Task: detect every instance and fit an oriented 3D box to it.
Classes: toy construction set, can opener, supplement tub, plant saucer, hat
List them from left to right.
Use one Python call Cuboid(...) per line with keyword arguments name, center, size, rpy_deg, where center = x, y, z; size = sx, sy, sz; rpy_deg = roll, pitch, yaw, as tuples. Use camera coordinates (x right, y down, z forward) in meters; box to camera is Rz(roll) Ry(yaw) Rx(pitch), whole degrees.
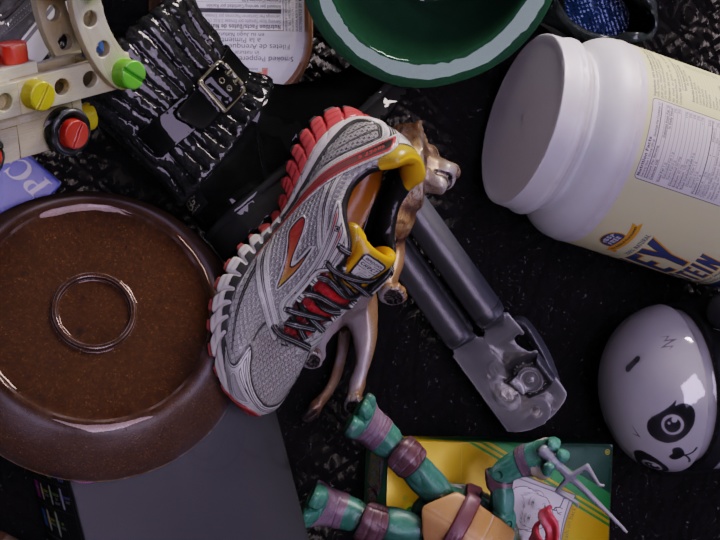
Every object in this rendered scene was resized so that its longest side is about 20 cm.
Cuboid(name="toy construction set", center=(-0.213, -0.130, 1.243), size=(0.199, 0.092, 0.132), rpy_deg=(-13, 111, -24))
Cuboid(name="plant saucer", center=(-0.167, 0.032, 1.305), size=(0.198, 0.035, 0.202), rpy_deg=(5, 63, -10))
Cuboid(name="hat", center=(0.047, -0.223, 1.432), size=(0.199, 0.176, 0.167), rpy_deg=(-27, 102, -1))
Cuboid(name="can opener", center=(0.076, 0.025, 1.487), size=(0.053, 0.067, 0.201), rpy_deg=(-34, 96, 17))
Cuboid(name="supplement tub", center=(0.200, -0.078, 1.473), size=(0.199, 0.145, 0.146), rpy_deg=(16, 85, -19))

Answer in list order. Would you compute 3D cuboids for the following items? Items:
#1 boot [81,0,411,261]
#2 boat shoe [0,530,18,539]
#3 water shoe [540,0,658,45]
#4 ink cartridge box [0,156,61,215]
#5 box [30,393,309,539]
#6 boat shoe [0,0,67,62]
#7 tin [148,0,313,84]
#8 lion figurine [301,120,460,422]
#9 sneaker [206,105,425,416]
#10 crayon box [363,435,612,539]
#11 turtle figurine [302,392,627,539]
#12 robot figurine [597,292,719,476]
Cuboid(name="boot", center=(-0.070, -0.123, 1.373), size=(0.158, 0.079, 0.211), rpy_deg=(48, 57, 2))
Cuboid(name="boat shoe", center=(-0.278, 0.251, 1.348), size=(0.072, 0.076, 0.200), rpy_deg=(40, 80, 0))
Cuboid(name="water shoe", center=(0.121, -0.214, 1.477), size=(0.199, 0.079, 0.072), rpy_deg=(20, 84, -19))
Cuboid(name="ink cartridge box", center=(-0.299, -0.086, 1.343), size=(0.200, 0.044, 0.094), rpy_deg=(42, 78, -17))
Cuboid(name="box", center=(-0.120, 0.179, 1.371), size=(0.147, 0.124, 0.202), rpy_deg=(-16, 95, -20))
Cuboid(name="boat shoe", center=(-0.228, -0.161, 1.336), size=(0.066, 0.070, 0.201), rpy_deg=(41, 61, -17))
Cuboid(name="tin", center=(-0.088, -0.206, 1.424), size=(0.111, 0.042, 0.202), rpy_deg=(-1, 92, -16))
Cuboid(name="lion figurine", center=(0.000, 0.000, 1.417), size=(0.072, 0.201, 0.123), rpy_deg=(19, 41, -12))
Cuboid(name="sneaker", center=(-0.028, -0.003, 1.292), size=(0.078, 0.082, 0.201), rpy_deg=(26, 88, -48))
Cuboid(name="crayon box", center=(0.087, 0.219, 1.482), size=(0.171, 0.058, 0.202), rpy_deg=(2, 90, -20))
Cuboid(name="turtle figurine", center=(0.066, 0.173, 1.394), size=(0.199, 0.101, 0.150), rpy_deg=(28, 66, -1))
Cuboid(name="robot figurine", center=(0.270, 0.080, 1.508), size=(0.198, 0.125, 0.152), rpy_deg=(-5, 96, -18))
